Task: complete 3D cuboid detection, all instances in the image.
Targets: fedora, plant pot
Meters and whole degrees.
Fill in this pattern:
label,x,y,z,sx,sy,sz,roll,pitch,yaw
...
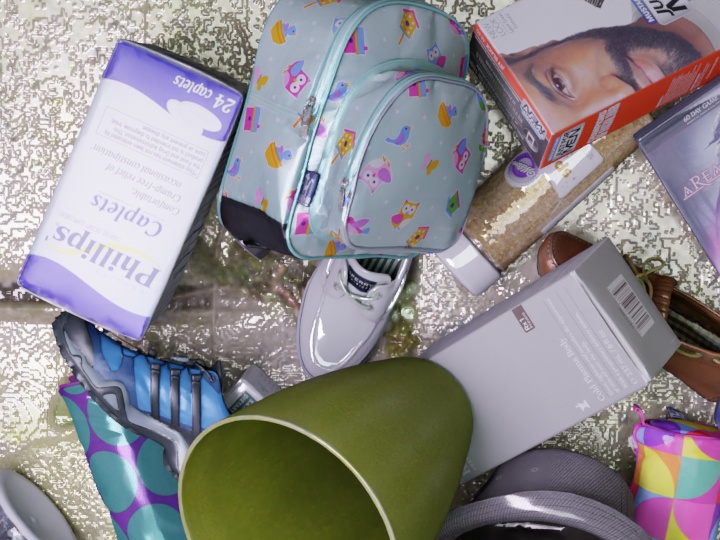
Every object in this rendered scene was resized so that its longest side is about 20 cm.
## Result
label,x,y,z,sx,sy,sz,roll,pitch,yaw
fedora,0.140,0.205,1.391,0.177,0.091,0.200,39,133,-26
plant pot,-0.002,0.149,1.310,0.186,0.200,0.188,15,119,27

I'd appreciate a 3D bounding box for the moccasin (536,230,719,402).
label,x,y,z,sx,sy,sz,roll,pitch,yaw
moccasin,0.230,0.030,1.403,0.201,0.074,0.078,36,138,-1

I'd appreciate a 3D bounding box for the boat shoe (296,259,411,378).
label,x,y,z,sx,sy,sz,roll,pitch,yaw
boat shoe,0.000,0.000,1.420,0.073,0.067,0.201,21,96,0

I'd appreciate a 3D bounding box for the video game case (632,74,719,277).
label,x,y,z,sx,sy,sz,roll,pitch,yaw
video game case,0.324,-0.068,1.399,0.143,0.019,0.200,-34,113,4

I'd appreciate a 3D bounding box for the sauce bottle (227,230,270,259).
label,x,y,z,sx,sy,sz,roll,pitch,yaw
sauce bottle,-0.027,-0.093,1.413,0.065,0.065,0.200,43,94,-3

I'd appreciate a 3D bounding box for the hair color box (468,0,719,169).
label,x,y,z,sx,sy,sz,roll,pitch,yaw
hair color box,0.194,-0.174,1.349,0.199,0.064,0.111,-28,73,-15

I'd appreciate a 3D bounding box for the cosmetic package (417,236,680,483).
label,x,y,z,sx,sy,sz,roll,pitch,yaw
cosmetic package,0.134,0.072,1.371,0.200,0.090,0.107,-36,91,34

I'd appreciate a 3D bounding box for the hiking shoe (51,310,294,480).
label,x,y,z,sx,sy,sz,roll,pitch,yaw
hiking shoe,-0.149,0.090,1.357,0.087,0.074,0.200,-46,105,-3

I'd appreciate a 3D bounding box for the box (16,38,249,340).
label,x,y,z,sx,sy,sz,roll,pitch,yaw
box,-0.167,-0.067,1.360,0.105,0.184,0.201,23,96,-2

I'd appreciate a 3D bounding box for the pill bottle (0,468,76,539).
label,x,y,z,sx,sy,sz,roll,pitch,yaw
pill bottle,-0.334,0.262,1.437,0.200,0.106,0.106,-41,93,5

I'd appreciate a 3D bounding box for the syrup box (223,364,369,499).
label,x,y,z,sx,sy,sz,roll,pitch,yaw
syrup box,-0.045,0.176,1.433,0.200,0.081,0.079,44,97,-1

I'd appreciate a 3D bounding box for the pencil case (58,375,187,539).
label,x,y,z,sx,sy,sz,roll,pitch,yaw
pencil case,-0.177,0.172,1.434,0.085,0.092,0.201,-20,95,-30

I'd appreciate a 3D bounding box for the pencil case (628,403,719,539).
label,x,y,z,sx,sy,sz,roll,pitch,yaw
pencil case,0.245,0.212,1.425,0.088,0.088,0.201,8,97,1

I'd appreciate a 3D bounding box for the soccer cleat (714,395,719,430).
label,x,y,z,sx,sy,sz,roll,pitch,yaw
soccer cleat,0.375,0.114,1.391,0.199,0.084,0.065,-6,119,-19

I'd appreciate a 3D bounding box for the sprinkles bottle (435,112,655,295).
label,x,y,z,sx,sy,sz,roll,pitch,yaw
sprinkles bottle,0.144,-0.069,1.409,0.200,0.068,0.068,-43,93,5

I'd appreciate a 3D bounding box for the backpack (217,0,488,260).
label,x,y,z,sx,sy,sz,roll,pitch,yaw
backpack,0.002,-0.108,1.289,0.153,0.175,0.201,14,98,41
